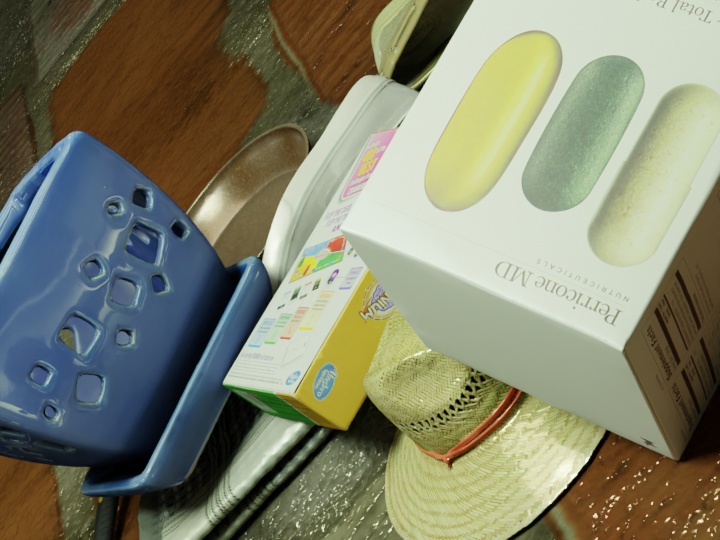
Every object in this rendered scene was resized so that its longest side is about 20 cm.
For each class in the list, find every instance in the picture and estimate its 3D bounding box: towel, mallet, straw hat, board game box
[{"bbox_3d":[-0.092,0.111,1.235,0.200,0.035,0.193,-48,24,13],"label":"towel"},{"bbox_3d":[-0.196,0.158,1.365,0.066,0.041,0.200,-33,35,36],"label":"mallet"},{"bbox_3d":[0.049,0.058,0.986,0.201,0.085,0.201,-41,26,25],"label":"straw hat"},{"bbox_3d":[0.000,0.000,1.110,0.200,0.040,0.153,-59,17,-11],"label":"board game box"}]

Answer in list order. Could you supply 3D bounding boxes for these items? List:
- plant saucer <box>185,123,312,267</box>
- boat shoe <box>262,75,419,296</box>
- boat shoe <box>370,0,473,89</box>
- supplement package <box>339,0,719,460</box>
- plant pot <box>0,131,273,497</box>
[{"bbox_3d":[-0.097,-0.027,1.427,0.200,0.037,0.200,-41,26,25],"label":"plant saucer"},{"bbox_3d":[-0.004,-0.049,1.257,0.068,0.072,0.200,17,58,23],"label":"boat shoe"},{"bbox_3d":[0.080,-0.210,1.315,0.201,0.073,0.063,-42,33,31],"label":"boat shoe"},{"bbox_3d":[0.120,-0.046,0.849,0.152,0.151,0.200,24,76,27],"label":"supplement package"},{"bbox_3d":[-0.182,0.046,1.211,0.200,0.180,0.200,-65,16,-19],"label":"plant pot"}]
